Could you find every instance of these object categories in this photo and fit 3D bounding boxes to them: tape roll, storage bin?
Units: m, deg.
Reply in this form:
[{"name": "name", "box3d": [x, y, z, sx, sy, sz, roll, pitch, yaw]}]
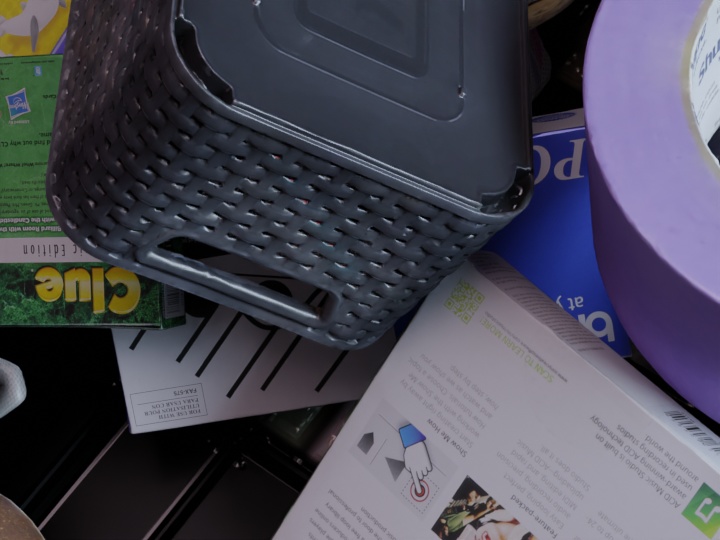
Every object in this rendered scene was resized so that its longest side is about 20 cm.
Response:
[{"name": "tape roll", "box3d": [0.174, -0.040, 0.681, 0.199, 0.085, 0.201, -4, 61, 6]}, {"name": "storage bin", "box3d": [-0.021, -0.090, 0.719, 0.135, 0.094, 0.200, 21, 50, -24]}]

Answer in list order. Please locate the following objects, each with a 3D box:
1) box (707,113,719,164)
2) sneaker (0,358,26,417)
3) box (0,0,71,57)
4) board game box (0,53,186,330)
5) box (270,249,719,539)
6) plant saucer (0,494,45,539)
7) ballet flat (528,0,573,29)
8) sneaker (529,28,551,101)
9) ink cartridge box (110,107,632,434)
[{"name": "box", "box3d": [0.204, -0.062, 0.800, 0.152, 0.106, 0.200, -14, 61, 1]}, {"name": "sneaker", "box3d": [-0.204, 0.048, 0.749, 0.115, 0.200, 0.075, -8, 92, 37]}, {"name": "box", "box3d": [-0.157, -0.147, 0.842, 0.200, 0.048, 0.117, 49, 116, 27]}, {"name": "board game box", "box3d": [-0.160, -0.030, 0.797, 0.199, 0.023, 0.105, 0, 93, 24]}, {"name": "box", "box3d": [0.037, 0.114, 0.715, 0.144, 0.036, 0.200, 41, 107, 29]}, {"name": "plant saucer", "box3d": [-0.200, 0.157, 0.755, 0.200, 0.037, 0.201, -15, 51, 19]}, {"name": "ballet flat", "box3d": [0.081, -0.149, 0.854, 0.066, 0.057, 0.200, 17, 40, 8]}, {"name": "sneaker", "box3d": [0.016, -0.138, 0.880, 0.081, 0.088, 0.200, -32, 72, 30]}, {"name": "ink cartridge box", "box3d": [0.000, 0.000, 0.809, 0.199, 0.044, 0.094, -9, 102, 4]}]
